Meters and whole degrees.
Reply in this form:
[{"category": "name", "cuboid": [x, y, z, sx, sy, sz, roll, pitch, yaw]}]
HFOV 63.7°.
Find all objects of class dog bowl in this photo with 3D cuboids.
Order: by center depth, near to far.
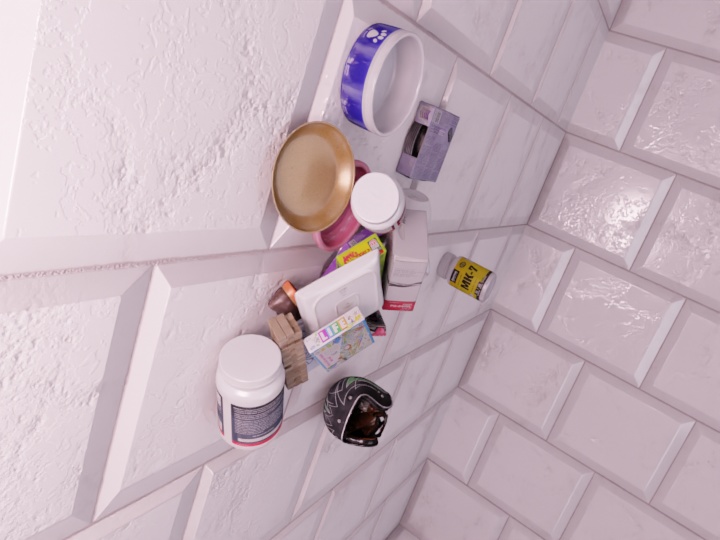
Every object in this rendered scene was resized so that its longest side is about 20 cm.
[{"category": "dog bowl", "cuboid": [0.046, -0.378, 1.154, 0.200, 0.078, 0.203, -46, 151, -35]}]

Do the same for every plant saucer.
[{"category": "plant saucer", "cuboid": [-0.093, -0.173, 1.075, 0.197, 0.035, 0.206, -18, 117, -40]}, {"category": "plant saucer", "cuboid": [-0.048, -0.142, 1.236, 0.201, 0.050, 0.204, -46, 150, -35]}]

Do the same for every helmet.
[{"category": "helmet", "cuboid": [-0.018, 0.405, 1.685, 0.200, 0.186, 0.206, -163, -90, -77]}]

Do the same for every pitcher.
[{"category": "pitcher", "cuboid": [0.131, -0.092, 1.505, 0.120, 0.170, 0.205, -19, 133, -49]}]

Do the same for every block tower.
[{"category": "block tower", "cuboid": [-0.148, 0.173, 1.211, 0.053, 0.058, 0.203, -24, 144, -19]}]

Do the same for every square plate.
[{"category": "square plate", "cuboid": [-0.034, 0.066, 1.219, 0.197, 0.029, 0.200, -28, 146, -15]}]

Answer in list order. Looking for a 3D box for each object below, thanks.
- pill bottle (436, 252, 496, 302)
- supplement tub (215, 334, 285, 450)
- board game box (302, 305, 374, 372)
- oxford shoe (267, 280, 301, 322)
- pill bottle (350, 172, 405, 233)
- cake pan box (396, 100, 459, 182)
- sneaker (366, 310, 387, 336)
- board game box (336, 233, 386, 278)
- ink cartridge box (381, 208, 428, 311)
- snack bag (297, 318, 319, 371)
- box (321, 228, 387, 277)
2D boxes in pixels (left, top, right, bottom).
[{"category": "pill bottle", "cuboid": [0.383, 0.020, 2.099, 0.114, 0.197, 0.116, -45, 151, -34]}, {"category": "supplement tub", "cuboid": [-0.221, 0.246, 1.166, 0.140, 0.138, 0.204, -37, 146, -44]}, {"category": "board game box", "cuboid": [-0.041, 0.154, 1.262, 0.132, 0.035, 0.201, -32, 159, -5]}, {"category": "oxford shoe", "cuboid": [-0.148, 0.093, 1.271, 0.072, 0.071, 0.201, -37, 147, -7]}, {"category": "pill bottle", "cuboid": [0.036, -0.134, 1.156, 0.112, 0.108, 0.200, -63, 175, 2]}, {"category": "cake pan box", "cuboid": [0.178, -0.329, 1.509, 0.199, 0.051, 0.189, -12, 123, -61]}, {"category": "sneaker", "cuboid": [0.016, 0.104, 1.488, 0.078, 0.201, 0.077, 7, 113, -23]}, {"category": "board game box", "cuboid": [0.000, 0.000, 1.293, 0.100, 0.048, 0.201, -30, 163, -12]}, {"category": "ink cartridge box", "cuboid": [0.099, -0.022, 1.332, 0.202, 0.081, 0.149, 101, -8, -55]}, {"category": "snack bag", "cuboid": [-0.088, 0.149, 1.309, 0.197, 0.022, 0.191, -30, 144, -14]}, {"category": "box", "cuboid": [0.004, -0.053, 1.384, 0.199, 0.039, 0.137, -38, 171, -44]}]
